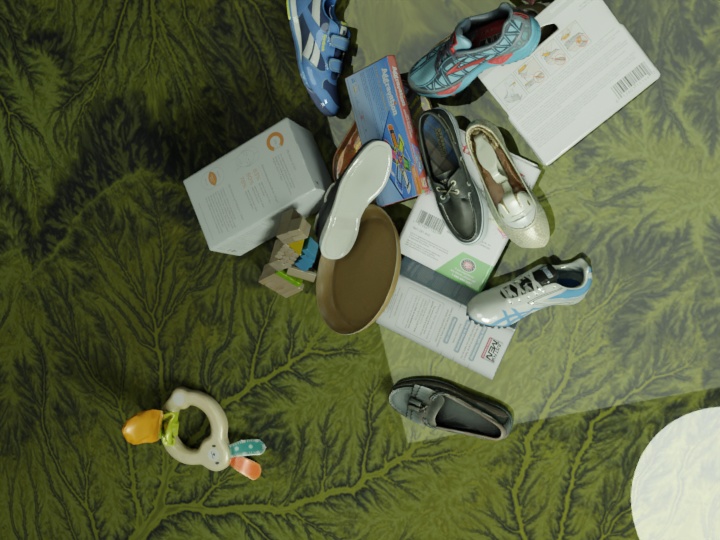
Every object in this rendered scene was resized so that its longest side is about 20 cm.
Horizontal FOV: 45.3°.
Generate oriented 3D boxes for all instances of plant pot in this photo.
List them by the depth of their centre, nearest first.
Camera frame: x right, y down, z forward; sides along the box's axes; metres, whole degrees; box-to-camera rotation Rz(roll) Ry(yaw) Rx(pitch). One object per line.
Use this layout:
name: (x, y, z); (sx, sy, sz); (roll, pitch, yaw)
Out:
plant pot: (0.000, 0.000, 1.306); (0.199, 0.027, 0.202); (-24, 59, 47)

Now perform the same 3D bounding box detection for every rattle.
rattle: (-0.264, 0.283, 1.410); (0.200, 0.143, 0.130); (39, 86, 14)

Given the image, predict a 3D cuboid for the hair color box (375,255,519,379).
hair color box: (0.132, 0.070, 1.299); (0.199, 0.061, 0.100); (26, 124, 11)

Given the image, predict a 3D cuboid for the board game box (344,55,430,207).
board game box: (0.038, -0.201, 1.264); (0.103, 0.019, 0.202); (-12, 93, 52)

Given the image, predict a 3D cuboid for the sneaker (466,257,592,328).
sneaker: (0.241, 0.027, 1.237); (0.198, 0.072, 0.073); (-16, 134, -16)

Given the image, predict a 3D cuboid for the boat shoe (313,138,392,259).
boat shoe: (-0.015, -0.114, 1.286); (0.060, 0.073, 0.201); (58, 134, 47)

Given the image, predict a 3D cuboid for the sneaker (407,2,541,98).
sneaker: (0.140, -0.310, 1.180); (0.199, 0.095, 0.080); (-24, 66, 27)

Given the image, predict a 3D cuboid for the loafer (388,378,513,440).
loafer: (0.136, 0.215, 1.328); (0.198, 0.063, 0.073); (13, 99, 13)

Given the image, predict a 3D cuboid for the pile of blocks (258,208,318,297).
pile of blocks: (-0.098, -0.032, 1.332); (0.081, 0.200, 0.063); (18, 58, -8)

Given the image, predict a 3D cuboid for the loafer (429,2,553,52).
loafer: (0.181, -0.335, 1.249); (0.199, 0.067, 0.077); (-26, 87, 15)

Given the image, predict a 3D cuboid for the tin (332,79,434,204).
tin: (0.037, -0.194, 1.322); (0.112, 0.042, 0.201); (36, 104, 13)

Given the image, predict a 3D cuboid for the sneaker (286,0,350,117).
sneaker: (-0.054, -0.337, 1.312); (0.081, 0.074, 0.202); (-11, 94, 14)

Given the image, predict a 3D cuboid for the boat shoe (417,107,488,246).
boat shoe: (0.122, -0.129, 1.203); (0.068, 0.056, 0.202); (-18, 88, 28)

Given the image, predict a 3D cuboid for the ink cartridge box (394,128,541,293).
ink cartridge box: (0.160, -0.092, 1.275); (0.144, 0.084, 0.201); (27, 103, 10)

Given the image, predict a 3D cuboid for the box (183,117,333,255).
box: (-0.153, -0.126, 1.339); (0.199, 0.097, 0.125); (-28, 77, 17)

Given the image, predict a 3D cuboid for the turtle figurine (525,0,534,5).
turtle figurine: (0.210, -0.483, 1.186); (0.192, 0.144, 0.201); (13, 134, 24)

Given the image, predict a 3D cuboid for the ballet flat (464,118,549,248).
ballet flat: (0.195, -0.114, 1.187); (0.067, 0.062, 0.201); (-30, 88, 18)

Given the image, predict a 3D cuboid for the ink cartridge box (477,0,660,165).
ink cartridge box: (0.289, -0.280, 1.224); (0.199, 0.045, 0.177); (-38, 96, 16)
